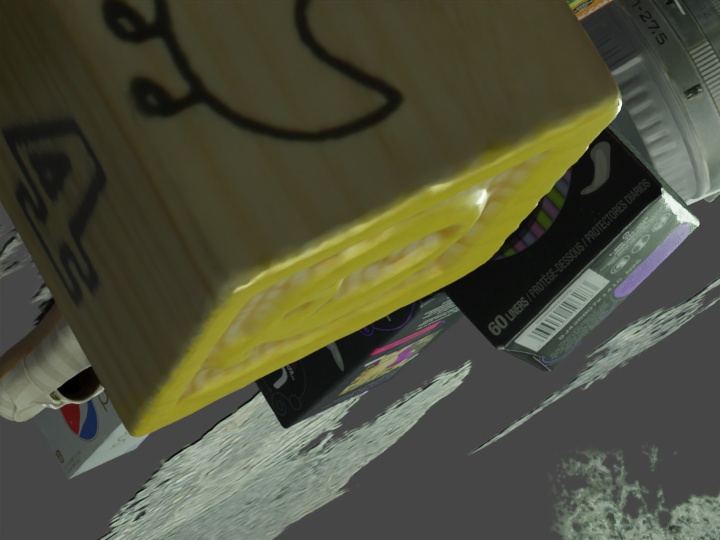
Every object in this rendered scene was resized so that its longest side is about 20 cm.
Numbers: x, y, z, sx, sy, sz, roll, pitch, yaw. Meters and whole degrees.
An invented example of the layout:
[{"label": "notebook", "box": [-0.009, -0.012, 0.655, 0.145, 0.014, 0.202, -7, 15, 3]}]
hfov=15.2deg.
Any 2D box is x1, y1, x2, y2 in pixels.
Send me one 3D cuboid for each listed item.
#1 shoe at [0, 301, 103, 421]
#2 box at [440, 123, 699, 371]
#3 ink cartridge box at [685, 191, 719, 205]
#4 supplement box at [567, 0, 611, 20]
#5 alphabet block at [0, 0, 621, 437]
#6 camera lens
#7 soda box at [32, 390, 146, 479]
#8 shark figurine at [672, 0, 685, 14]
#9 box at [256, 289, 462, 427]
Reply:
[{"label": "shoe", "box": [-0.194, 0.063, 1.777, 0.070, 0.053, 0.200, -24, 168, -33]}, {"label": "box", "box": [0.064, -0.061, 1.432, 0.122, 0.200, 0.106, -45, 161, 7]}, {"label": "ink cartridge box", "box": [0.252, -0.124, 1.994, 0.067, 0.116, 0.200, -25, 168, -30]}, {"label": "supplement box", "box": [0.092, -0.175, 1.422, 0.066, 0.069, 0.200, -31, 172, 12]}, {"label": "alphabet block", "box": [-0.044, -0.080, 1.098, 0.195, 0.200, 0.196, -27, 169, -22]}, {"label": "camera lens", "box": [0.238, -0.149, 1.704, 0.200, 0.160, 0.160, -30, 170, -4]}, {"label": "soda box", "box": [-0.161, 0.071, 1.873, 0.064, 0.068, 0.200, -24, 167, -36]}, {"label": "shark figurine", "box": [0.225, -0.224, 1.521, 0.214, 0.090, 0.128, -39, 166, 30]}, {"label": "box", "box": [0.000, 0.000, 1.798, 0.106, 0.122, 0.200, -24, 168, -38]}]
